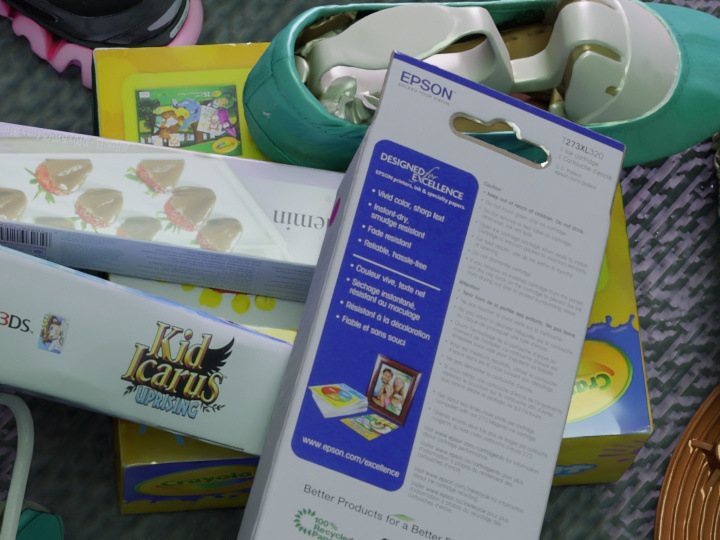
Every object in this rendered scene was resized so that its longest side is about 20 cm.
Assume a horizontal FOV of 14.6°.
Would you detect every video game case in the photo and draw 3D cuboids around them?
[{"bbox_3d":[-0.150,0.010,0.956,0.199,0.181,0.046,12,86,38],"label":"video game case"}]

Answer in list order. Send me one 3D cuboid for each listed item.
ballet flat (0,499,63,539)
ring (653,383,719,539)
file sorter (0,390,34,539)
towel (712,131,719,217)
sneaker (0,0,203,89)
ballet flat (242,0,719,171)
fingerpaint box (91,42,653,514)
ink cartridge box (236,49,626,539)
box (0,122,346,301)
[{"bbox_3d":[-0.172,0.168,1.008,0.071,0.072,0.201,20,70,0],"label":"ballet flat"},{"bbox_3d":[0.211,0.113,1.081,0.199,0.019,0.202,3,72,-8],"label":"ring"},{"bbox_3d":[-0.231,0.082,0.948,0.199,0.124,0.140,13,91,27],"label":"file sorter"},{"bbox_3d":[0.211,-0.013,1.106,0.147,0.037,0.201,2,56,-4],"label":"towel"},{"bbox_3d":[-0.154,-0.141,1.097,0.199,0.095,0.079,19,72,1],"label":"sneaker"},{"bbox_3d":[0.056,-0.072,1.033,0.198,0.070,0.068,-6,71,-9],"label":"ballet flat"},{"bbox_3d":[0.000,0.000,1.078,0.198,0.073,0.168,-4,71,-8],"label":"fingerpaint box"},{"bbox_3d":[0.026,0.028,0.959,0.094,0.037,0.201,21,62,-10],"label":"ink cartridge box"},{"bbox_3d":[-0.041,-0.016,1.018,0.198,0.041,0.039,8,70,-3],"label":"box"}]
